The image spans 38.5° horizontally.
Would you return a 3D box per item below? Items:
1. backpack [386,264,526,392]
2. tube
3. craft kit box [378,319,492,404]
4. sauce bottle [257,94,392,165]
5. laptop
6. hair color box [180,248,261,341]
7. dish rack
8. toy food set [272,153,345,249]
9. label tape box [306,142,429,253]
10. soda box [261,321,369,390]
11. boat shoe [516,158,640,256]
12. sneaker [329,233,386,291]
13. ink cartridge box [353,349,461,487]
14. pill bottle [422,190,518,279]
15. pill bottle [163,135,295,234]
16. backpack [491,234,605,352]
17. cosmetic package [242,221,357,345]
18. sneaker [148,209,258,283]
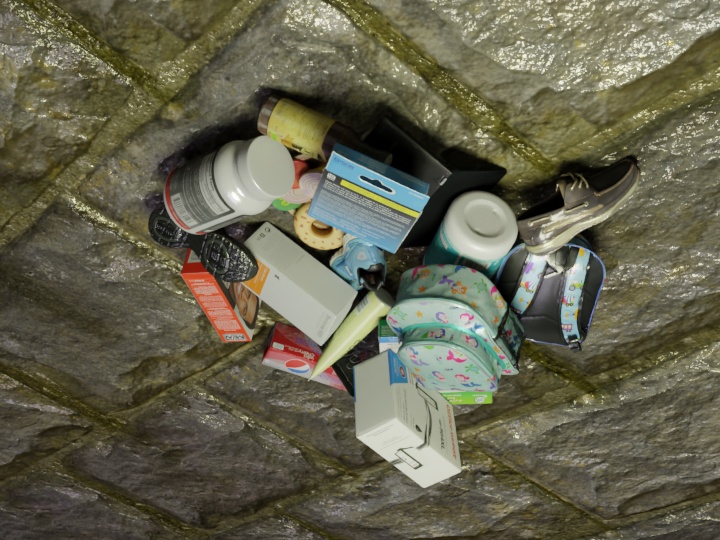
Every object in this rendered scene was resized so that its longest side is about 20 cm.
[{"bbox_3d":[0.135,0.085,1.540,0.177,0.151,0.200,-3,135,34],"label":"backpack"},{"bbox_3d":[-0.020,0.111,1.772,0.058,0.052,0.200,16,126,-47],"label":"tube"},{"bbox_3d":[0.132,0.158,1.767,0.199,0.049,0.198,-1,135,1],"label":"craft kit box"},{"bbox_3d":[-0.051,-0.188,1.477,0.199,0.065,0.065,26,145,14],"label":"sauce bottle"},{"bbox_3d":[0.079,-0.129,1.561,0.200,0.116,0.187,39,127,-4],"label":"laptop"},{"bbox_3d":[-0.242,0.029,1.817,0.061,0.102,0.200,-3,142,17],"label":"hair color box"},{"bbox_3d":[-0.005,0.116,1.845,0.054,0.154,0.200,-23,156,-32],"label":"dish rack"},{"bbox_3d":[-0.044,-0.117,1.626,0.199,0.049,0.198,-13,136,29],"label":"toy food set"},{"bbox_3d":[0.015,-0.110,1.422,0.143,0.066,0.200,24,155,-3],"label":"label tape box"},{"bbox_3d":[-0.085,0.170,1.991,0.199,0.064,0.070,19,142,-10],"label":"soda box"},{"bbox_3d":[0.314,-0.102,1.495,0.200,0.075,0.073,-37,113,6],"label":"boat shoe"},{"bbox_3d":[0.000,0.000,1.693,0.078,0.090,0.200,-16,163,-10],"label":"sneaker"},{"bbox_3d":[0.078,0.250,1.729,0.084,0.146,0.200,-29,131,24],"label":"ink cartridge box"},{"bbox_3d":[0.161,-0.026,1.592,0.110,0.111,0.200,15,147,-6],"label":"pill bottle"},{"bbox_3d":[-0.200,-0.131,1.571,0.199,0.116,0.116,-16,136,41],"label":"pill bottle"},{"bbox_3d":[0.292,0.012,1.639,0.182,0.135,0.201,9,129,0],"label":"backpack"},{"bbox_3d":[-0.113,0.023,1.740,0.200,0.071,0.102,37,142,8],"label":"cosmetic package"},{"bbox_3d":[-0.248,-0.052,1.701,0.200,0.091,0.076,32,115,9],"label":"sneaker"}]
